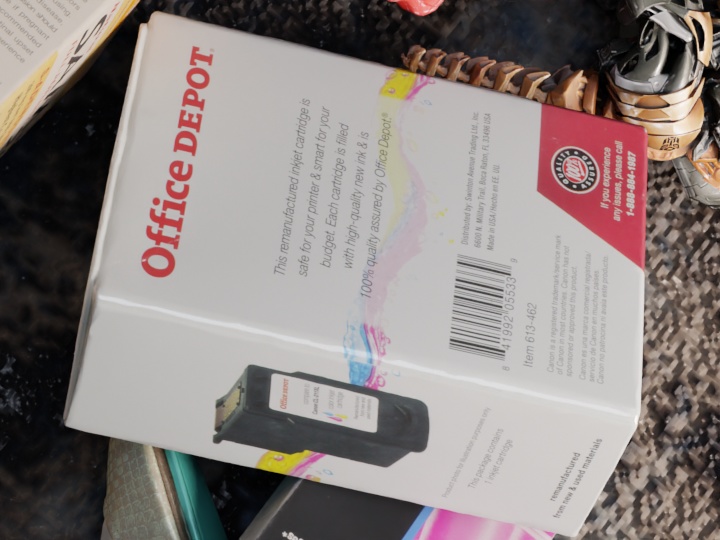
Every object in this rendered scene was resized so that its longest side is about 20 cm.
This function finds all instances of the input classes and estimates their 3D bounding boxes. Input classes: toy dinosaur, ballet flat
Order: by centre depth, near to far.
[{"bbox_3d":[-0.065,0.144,0.957,0.062,0.067,0.201,-24,87,2],"label":"ballet flat"},{"bbox_3d":[0.124,-0.090,1.002,0.199,0.102,0.136,-8,101,-28],"label":"toy dinosaur"}]

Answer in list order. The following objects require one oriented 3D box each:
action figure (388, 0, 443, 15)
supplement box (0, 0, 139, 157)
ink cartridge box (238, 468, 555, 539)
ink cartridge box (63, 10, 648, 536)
[{"bbox_3d":[-0.029,-0.147,0.954,0.199,0.099,0.066,17,83,8],"label":"action figure"},{"bbox_3d":[-0.157,-0.066,0.897,0.073,0.126,0.200,42,53,-3],"label":"supplement box"},{"bbox_3d":[-0.005,0.126,0.933,0.095,0.037,0.200,43,51,-5],"label":"ink cartridge box"},{"bbox_3d":[0.000,0.000,0.944,0.199,0.083,0.146,13,50,-6],"label":"ink cartridge box"}]
